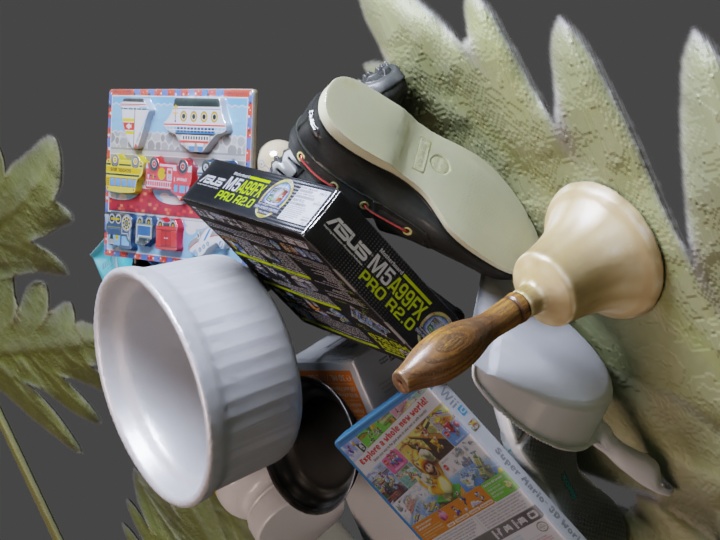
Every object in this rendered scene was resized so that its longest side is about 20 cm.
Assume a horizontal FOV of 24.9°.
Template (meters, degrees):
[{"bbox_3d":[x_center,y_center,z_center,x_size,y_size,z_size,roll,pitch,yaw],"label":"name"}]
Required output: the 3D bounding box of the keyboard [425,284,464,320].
[{"bbox_3d":[0.000,0.000,1.303,0.200,0.021,0.127,37,168,13],"label":"keyboard"}]

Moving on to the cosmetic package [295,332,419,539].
[{"bbox_3d":[0.026,0.150,1.387,0.101,0.071,0.201,-6,111,54],"label":"cosmetic package"}]

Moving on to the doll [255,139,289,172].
[{"bbox_3d":[-0.101,-0.037,1.407,0.137,0.048,0.200,50,130,17],"label":"doll"}]

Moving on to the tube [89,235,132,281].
[{"bbox_3d":[-0.218,0.056,1.670,0.077,0.050,0.201,-36,80,50],"label":"tube"}]

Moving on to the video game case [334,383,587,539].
[{"bbox_3d":[0.082,0.178,1.245,0.200,0.018,0.143,48,142,-1],"label":"video game case"}]

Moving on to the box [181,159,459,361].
[{"bbox_3d":[-0.031,-0.007,1.230,0.160,0.044,0.200,46,165,-29],"label":"box"}]

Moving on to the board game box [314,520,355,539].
[{"bbox_3d":[0.006,0.315,1.482,0.148,0.064,0.200,50,171,13],"label":"board game box"}]

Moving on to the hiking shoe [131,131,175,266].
[{"bbox_3d":[-0.172,-0.044,1.485,0.074,0.087,0.201,38,141,29],"label":"hiking shoe"}]

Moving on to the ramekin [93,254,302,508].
[{"bbox_3d":[-0.132,0.083,1.333,0.200,0.097,0.201,32,131,47],"label":"ramekin"}]

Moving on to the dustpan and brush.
[{"bbox_3d":[0.152,0.095,1.163,0.199,0.140,0.057,30,120,-7],"label":"dustpan and brush"}]

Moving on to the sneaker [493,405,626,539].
[{"bbox_3d":[0.131,0.143,1.243,0.080,0.070,0.201,2,118,55],"label":"sneaker"}]

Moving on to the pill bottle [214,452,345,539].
[{"bbox_3d":[-0.094,0.149,1.466,0.200,0.112,0.113,58,151,35],"label":"pill bottle"}]

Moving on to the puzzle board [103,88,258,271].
[{"bbox_3d":[-0.161,-0.081,1.410,0.199,0.017,0.151,6,97,44],"label":"puzzle board"}]

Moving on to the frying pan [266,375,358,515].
[{"bbox_3d":[-0.060,0.119,1.368,0.190,0.031,0.115,50,126,30],"label":"frying pan"}]

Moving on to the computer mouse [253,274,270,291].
[{"bbox_3d":[-0.069,0.008,1.438,0.200,0.034,0.059,14,127,49],"label":"computer mouse"}]

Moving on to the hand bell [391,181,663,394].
[{"bbox_3d":[0.098,0.027,1.077,0.104,0.200,0.104,32,138,35],"label":"hand bell"}]

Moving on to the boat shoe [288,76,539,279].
[{"bbox_3d":[0.041,-0.057,1.160,0.201,0.074,0.063,35,139,-13],"label":"boat shoe"}]

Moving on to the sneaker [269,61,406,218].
[{"bbox_3d":[0.000,-0.089,1.247,0.091,0.066,0.200,54,150,2],"label":"sneaker"}]
